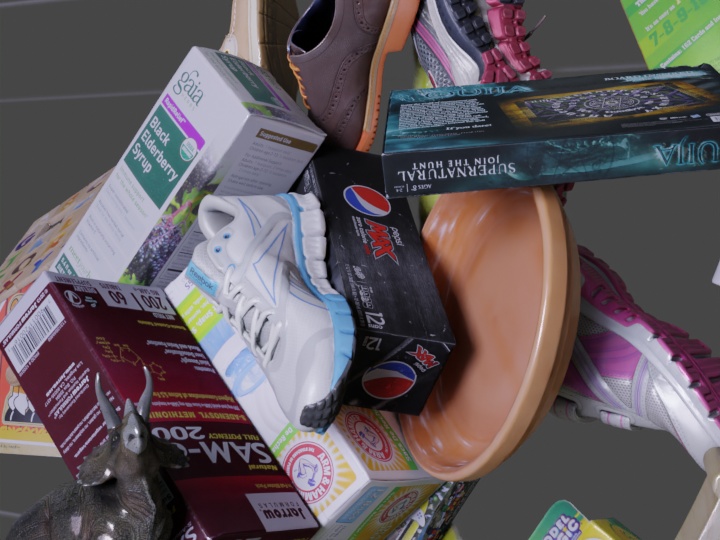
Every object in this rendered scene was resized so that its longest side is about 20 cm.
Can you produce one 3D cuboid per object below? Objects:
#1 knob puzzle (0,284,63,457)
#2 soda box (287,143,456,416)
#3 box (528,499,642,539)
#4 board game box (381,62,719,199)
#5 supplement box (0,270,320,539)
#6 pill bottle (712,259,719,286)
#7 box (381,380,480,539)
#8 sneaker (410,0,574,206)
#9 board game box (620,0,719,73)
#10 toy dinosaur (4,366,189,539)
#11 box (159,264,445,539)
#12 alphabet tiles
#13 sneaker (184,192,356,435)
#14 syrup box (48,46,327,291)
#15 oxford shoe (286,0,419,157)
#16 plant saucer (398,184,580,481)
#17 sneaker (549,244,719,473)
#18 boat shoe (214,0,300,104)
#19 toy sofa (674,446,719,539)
[{"bbox_3d":[-0.241,0.051,1.069,0.220,0.030,0.220,-6,79,31],"label":"knob puzzle"},{"bbox_3d":[0.000,0.000,0.851,0.200,0.071,0.063,-105,32,-49],"label":"soda box"},{"bbox_3d":[0.168,0.238,0.782,0.200,0.048,0.117,38,103,27],"label":"box"},{"bbox_3d":[0.114,-0.082,0.749,0.200,0.135,0.028,-4,111,5],"label":"board game box"},{"bbox_3d":[-0.122,0.095,0.778,0.061,0.109,0.200,-47,63,19],"label":"supplement box"},{"bbox_3d":[0.275,-0.068,0.727,0.112,0.112,0.200,26,96,32],"label":"pill bottle"},{"bbox_3d":[-0.009,0.105,0.914,0.200,0.038,0.137,38,102,30],"label":"box"},{"bbox_3d":[0.086,-0.120,0.880,0.075,0.081,0.200,-31,71,60],"label":"sneaker"},{"bbox_3d":[0.213,-0.187,0.834,0.096,0.030,0.200,-26,73,25],"label":"board game box"},{"bbox_3d":[-0.145,0.148,0.691,0.200,0.077,0.102,-41,52,29],"label":"toy dinosaur"},{"bbox_3d":[-0.054,0.094,0.861,0.112,0.101,0.200,-45,63,19],"label":"box"},{"bbox_3d":[-0.211,-0.044,1.009,0.200,0.167,0.008,-31,110,24],"label":"alphabet tiles"},{"bbox_3d":[-0.060,0.020,0.776,0.200,0.087,0.075,-111,37,-52],"label":"sneaker"},{"bbox_3d":[-0.120,-0.045,0.894,0.200,0.081,0.079,-53,56,21],"label":"syrup box"},{"bbox_3d":[-0.023,-0.137,0.910,0.071,0.073,0.200,-117,38,-49],"label":"oxford shoe"},{"bbox_3d":[0.077,0.028,0.788,0.200,0.037,0.200,-169,90,-69],"label":"plant saucer"},{"bbox_3d":[0.154,0.062,0.806,0.200,0.081,0.088,46,110,35],"label":"sneaker"},{"bbox_3d":[-0.086,-0.139,0.979,0.069,0.074,0.200,-6,80,24],"label":"boat shoe"},{"bbox_3d":[0.268,0.154,0.676,0.200,0.083,0.098,26,98,10],"label":"toy sofa"}]
